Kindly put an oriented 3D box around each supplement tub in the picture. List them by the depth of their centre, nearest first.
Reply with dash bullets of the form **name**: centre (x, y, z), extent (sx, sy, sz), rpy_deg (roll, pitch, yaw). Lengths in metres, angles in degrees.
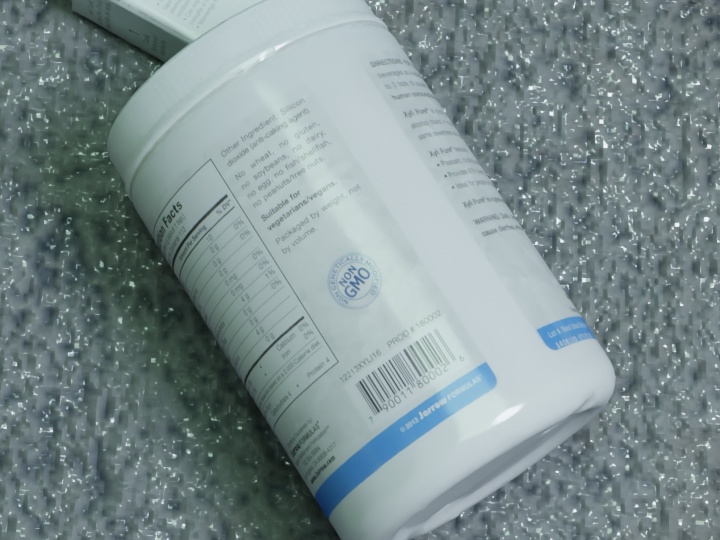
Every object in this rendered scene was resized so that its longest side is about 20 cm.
- **supplement tub**: centre (0.000, 0.000, 0.854), extent (0.131, 0.132, 0.201), rpy_deg (-29, 77, -15)

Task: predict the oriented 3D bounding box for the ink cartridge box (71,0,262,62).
- **ink cartridge box**: centre (-0.078, -0.202, 0.959), extent (0.173, 0.044, 0.201), rpy_deg (30, 71, 4)
